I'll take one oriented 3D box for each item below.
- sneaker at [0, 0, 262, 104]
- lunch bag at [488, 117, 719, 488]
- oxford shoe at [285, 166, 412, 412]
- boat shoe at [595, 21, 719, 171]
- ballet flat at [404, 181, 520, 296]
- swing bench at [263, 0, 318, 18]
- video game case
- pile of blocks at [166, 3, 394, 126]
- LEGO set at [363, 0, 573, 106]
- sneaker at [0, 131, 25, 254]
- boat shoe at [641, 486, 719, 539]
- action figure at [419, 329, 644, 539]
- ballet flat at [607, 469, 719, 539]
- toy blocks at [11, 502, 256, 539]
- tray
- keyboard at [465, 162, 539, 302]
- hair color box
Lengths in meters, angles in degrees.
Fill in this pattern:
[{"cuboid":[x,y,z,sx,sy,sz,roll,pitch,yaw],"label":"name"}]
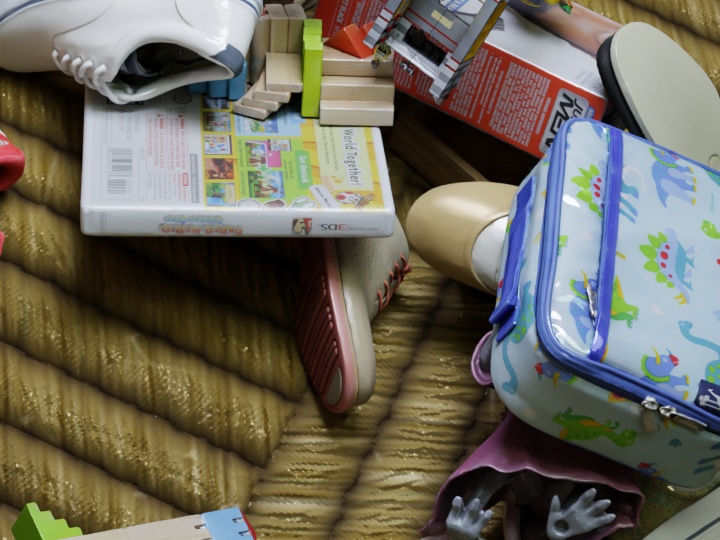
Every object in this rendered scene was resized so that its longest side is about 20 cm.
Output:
[{"cuboid":[-0.153,-0.140,1.592,0.199,0.073,0.071,-7,57,32],"label":"sneaker"},{"cuboid":[0.156,0.016,1.493,0.160,0.083,0.201,24,45,-13],"label":"lunch bag"},{"cuboid":[0.000,0.000,1.592,0.074,0.071,0.201,7,52,-17],"label":"oxford shoe"},{"cuboid":[0.201,-0.064,1.607,0.202,0.063,0.074,51,54,-21],"label":"boat shoe"},{"cuboid":[0.125,-0.004,1.577,0.199,0.069,0.063,16,13,-18],"label":"ballet flat"},{"cuboid":[-0.071,-0.268,1.739,0.199,0.130,0.200,40,57,12],"label":"swing bench"},{"cuboid":[-0.077,-0.075,1.584,0.181,0.023,0.200,0,29,-5],"label":"video game case"},{"cuboid":[-0.067,-0.142,1.618,0.199,0.062,0.082,13,30,18],"label":"pile of blocks"},{"cuboid":[0.030,-0.188,1.591,0.200,0.116,0.154,34,24,1],"label":"LEGO set"},{"cuboid":[-0.251,-0.019,1.517,0.085,0.077,0.200,28,50,-4],"label":"sneaker"},{"cuboid":[0.197,0.183,1.524,0.066,0.072,0.200,43,44,21],"label":"boat shoe"},{"cuboid":[0.117,0.102,1.550,0.133,0.149,0.200,25,30,-5],"label":"action figure"},{"cuboid":[0.216,0.096,1.596,0.200,0.071,0.071,-32,69,-35],"label":"ballet flat"},{"cuboid":[-0.090,0.210,1.395,0.136,0.100,0.200,-6,55,-37],"label":"toy blocks"},{"cuboid":[0.124,-0.051,1.696,0.200,0.037,0.099,41,52,15],"label":"tray"},{"cuboid":[0.149,-0.037,1.647,0.199,0.040,0.104,-6,57,-24],"label":"keyboard"},{"cuboid":[0.080,-0.144,1.670,0.199,0.064,0.111,28,32,13],"label":"hair color box"}]
